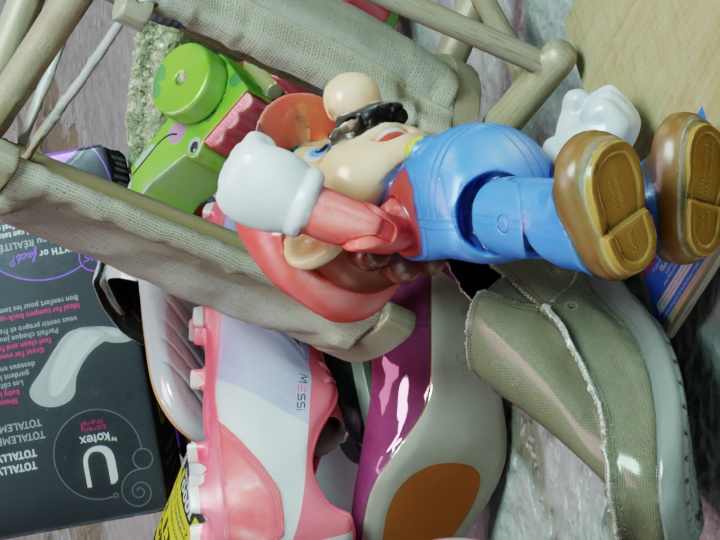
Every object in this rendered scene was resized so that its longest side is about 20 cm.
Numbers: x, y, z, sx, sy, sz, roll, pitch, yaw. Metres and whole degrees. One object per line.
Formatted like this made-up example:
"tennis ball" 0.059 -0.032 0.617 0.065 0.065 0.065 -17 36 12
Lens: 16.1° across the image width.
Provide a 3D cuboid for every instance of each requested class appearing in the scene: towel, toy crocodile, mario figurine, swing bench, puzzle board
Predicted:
"towel" -0.088 -0.156 1.429 0.149 0.036 0.201 -54 -21 -51
"toy crocodile" -0.037 -0.102 1.237 0.200 0.067 0.062 -47 46 10
"mario figurine" 0.028 -0.042 0.920 0.199 0.123 0.107 0 63 42
"swing bench" -0.053 -0.069 1.050 0.201 0.198 0.130 -59 24 23
"puzzle board" 0.127 -0.091 0.909 0.200 0.017 0.152 113 149 -54

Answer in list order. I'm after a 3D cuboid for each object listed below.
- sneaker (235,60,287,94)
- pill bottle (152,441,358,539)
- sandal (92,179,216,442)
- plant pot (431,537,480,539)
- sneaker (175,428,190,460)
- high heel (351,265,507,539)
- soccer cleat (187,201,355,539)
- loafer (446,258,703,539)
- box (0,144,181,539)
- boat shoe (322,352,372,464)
"sneaker" -0.034 -0.047 1.357 0.200 0.079 0.096 -116 16 -66
"pill bottle" -0.051 0.145 1.323 0.200 0.111 0.113 114 149 -53
"sandal" -0.102 0.019 1.271 0.059 0.079 0.207 -35 32 21
"plant pot" 0.008 0.202 1.054 0.179 0.199 0.201 -42 50 47
"sneaker" -0.079 0.091 1.503 0.201 0.069 0.100 -110 18 -52
"high heel" 0.022 0.043 1.147 0.096 0.067 0.201 44 129 52
"soccer cleat" -0.041 0.046 1.166 0.067 0.076 0.201 98 173 -52
"loafer" 0.077 0.039 0.960 0.200 0.069 0.076 -109 4 -54
"box" -0.175 0.040 1.401 0.106 0.121 0.202 14 -114 -89
"boat shoe" 0.002 0.000 1.213 0.066 0.074 0.201 -25 77 58
